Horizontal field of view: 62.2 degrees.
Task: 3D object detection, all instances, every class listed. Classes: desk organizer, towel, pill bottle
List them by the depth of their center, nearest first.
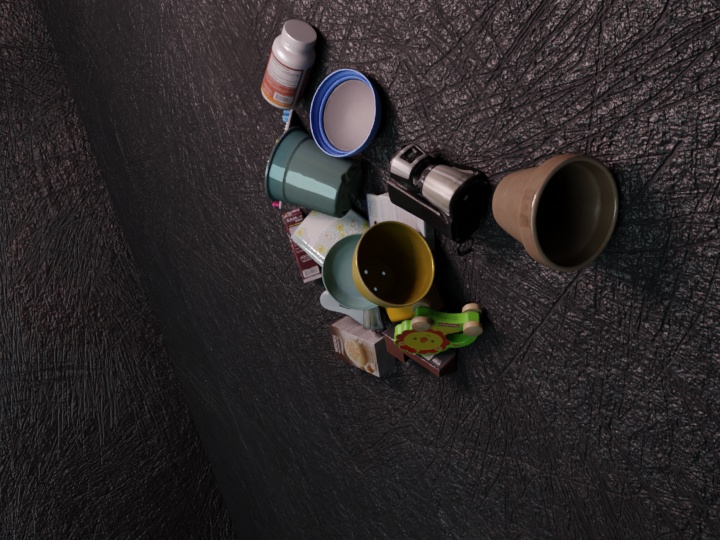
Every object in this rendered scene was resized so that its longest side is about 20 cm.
[{"bbox_3d":[-0.178,-0.520,1.509,0.113,0.111,0.201,51,142,15],"label":"pill bottle"},{"bbox_3d":[0.156,0.215,1.577,0.199,0.071,0.078,30,146,37],"label":"desk organizer"},{"bbox_3d":[-0.072,-0.096,1.609,0.199,0.172,0.048,39,174,26],"label":"towel"}]

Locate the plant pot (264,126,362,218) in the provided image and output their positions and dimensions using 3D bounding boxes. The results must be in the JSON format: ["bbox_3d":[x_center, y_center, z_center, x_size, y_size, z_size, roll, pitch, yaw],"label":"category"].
[{"bbox_3d":[-0.110,-0.239,1.526,0.193,0.200,0.203,23,131,17],"label":"plant pot"}]

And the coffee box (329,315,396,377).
[{"bbox_3d":[0.006,0.221,1.767,0.198,0.079,0.117,15,123,46],"label":"coffee box"}]

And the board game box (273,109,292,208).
[{"bbox_3d":[-0.214,-0.309,1.644,0.202,0.025,0.203,-89,7,-50],"label":"board game box"}]

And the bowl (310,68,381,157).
[{"bbox_3d":[-0.034,-0.373,1.425,0.198,0.039,0.205,2,93,36],"label":"bowl"}]

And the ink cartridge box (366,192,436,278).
[{"bbox_3d":[0.102,-0.089,1.489,0.198,0.040,0.203,22,128,43],"label":"ink cartridge box"}]

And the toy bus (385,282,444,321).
[{"bbox_3d":[0.129,0.085,1.532,0.199,0.078,0.066,-19,97,54],"label":"toy bus"}]

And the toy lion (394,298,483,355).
[{"bbox_3d":[0.183,0.151,1.446,0.196,0.070,0.193,5,144,-1],"label":"toy lion"}]

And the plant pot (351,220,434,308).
[{"bbox_3d":[0.057,0.003,1.417,0.202,0.198,0.142,60,153,4],"label":"plant pot"}]

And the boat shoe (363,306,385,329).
[{"bbox_3d":[0.040,0.072,1.616,0.063,0.075,0.206,3,118,1],"label":"boat shoe"}]

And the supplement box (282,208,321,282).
[{"bbox_3d":[-0.176,-0.076,1.789,0.109,0.060,0.204,-134,27,-75],"label":"supplement box"}]

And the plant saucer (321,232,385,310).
[{"bbox_3d":[0.000,0.000,1.525,0.036,0.196,0.204,-89,-17,-74],"label":"plant saucer"}]

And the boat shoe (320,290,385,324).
[{"bbox_3d":[-0.013,0.092,1.727,0.197,0.091,0.072,21,116,8],"label":"boat shoe"}]

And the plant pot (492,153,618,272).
[{"bbox_3d":[0.333,-0.113,1.087,0.174,0.197,0.204,27,133,61],"label":"plant pot"}]

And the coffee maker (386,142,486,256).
[{"bbox_3d":[0.157,-0.153,1.296,0.199,0.133,0.195,37,130,37],"label":"coffee maker"}]
